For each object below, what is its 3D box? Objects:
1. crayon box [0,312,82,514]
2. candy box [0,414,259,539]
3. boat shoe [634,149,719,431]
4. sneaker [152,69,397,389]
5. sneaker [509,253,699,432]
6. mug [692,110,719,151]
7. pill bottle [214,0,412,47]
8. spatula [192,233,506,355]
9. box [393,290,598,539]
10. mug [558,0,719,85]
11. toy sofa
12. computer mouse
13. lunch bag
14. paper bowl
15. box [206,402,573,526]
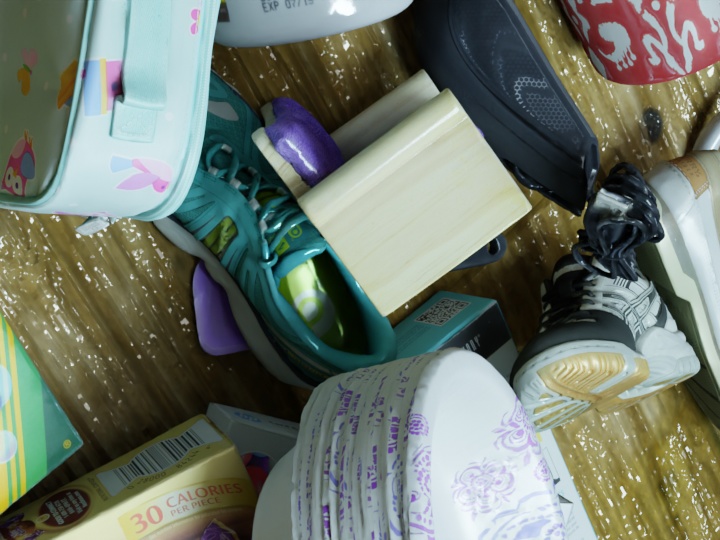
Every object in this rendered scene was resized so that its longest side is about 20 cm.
[{"bbox_3d":[-0.224,0.035,0.842,0.126,0.052,0.200,-41,118,-26],"label":"crayon box"},{"bbox_3d":[-0.131,0.166,0.894,0.200,0.056,0.117,-27,110,-15],"label":"candy box"},{"bbox_3d":[0.214,0.019,1.144,0.068,0.075,0.200,-31,125,-8],"label":"boat shoe"},{"bbox_3d":[-0.046,-0.026,0.942,0.078,0.080,0.200,-42,105,-18],"label":"sneaker"},{"bbox_3d":[0.119,0.034,1.060,0.088,0.076,0.200,66,21,11],"label":"sneaker"},{"bbox_3d":[0.299,-0.067,1.184,0.200,0.148,0.175,-18,103,-3],"label":"mug"},{"bbox_3d":[-0.041,-0.213,0.911,0.109,0.109,0.200,-22,109,-33],"label":"pill bottle"},{"bbox_3d":[0.000,0.000,1.027,0.200,0.021,0.057,-12,98,-37],"label":"spatula"},{"bbox_3d":[0.068,0.117,1.077,0.082,0.049,0.200,-37,117,-27],"label":"box"},{"bbox_3d":[0.159,-0.217,1.037,0.177,0.133,0.200,-21,121,13],"label":"mug"},{"bbox_3d":[0.012,-0.055,0.909,0.083,0.200,0.098,-35,97,4],"label":"toy sofa"},{"bbox_3d":[0.079,-0.079,1.004,0.053,0.139,0.200,-31,77,-5],"label":"computer mouse"},{"bbox_3d":[-0.118,-0.115,0.834,0.077,0.160,0.200,6,92,-37],"label":"lunch bag"},{"bbox_3d":[0.022,0.142,0.888,0.201,0.104,0.201,-14,90,-70],"label":"paper bowl"},{"bbox_3d":[-0.004,0.167,0.995,0.200,0.041,0.156,15,94,-25],"label":"box"}]
